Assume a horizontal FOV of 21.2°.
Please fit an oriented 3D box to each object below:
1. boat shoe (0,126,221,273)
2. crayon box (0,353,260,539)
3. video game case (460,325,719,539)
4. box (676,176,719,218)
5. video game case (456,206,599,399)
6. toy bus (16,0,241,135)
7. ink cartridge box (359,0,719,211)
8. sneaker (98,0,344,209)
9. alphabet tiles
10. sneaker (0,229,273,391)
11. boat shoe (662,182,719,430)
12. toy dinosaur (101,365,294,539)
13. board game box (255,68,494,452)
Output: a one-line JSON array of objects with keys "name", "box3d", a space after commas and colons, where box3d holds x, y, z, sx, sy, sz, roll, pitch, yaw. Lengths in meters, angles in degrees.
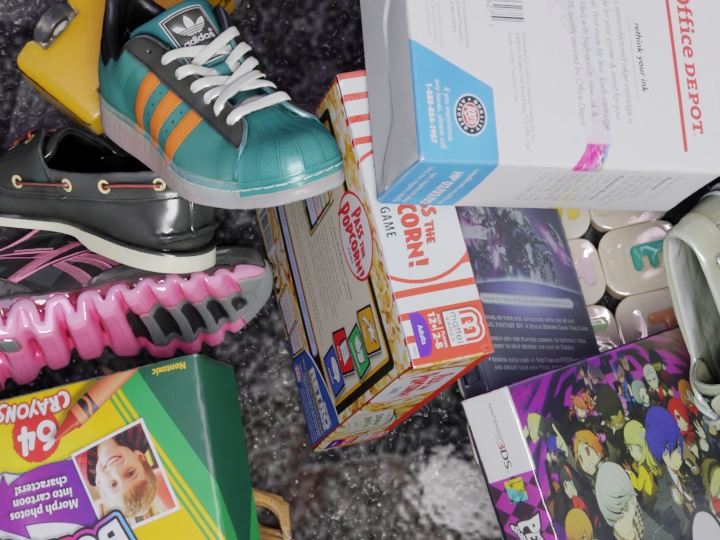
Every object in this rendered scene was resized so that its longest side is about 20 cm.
[{"name": "boat shoe", "box3d": [-0.163, -0.051, 1.066, 0.200, 0.073, 0.064, 14, 110, 30]}, {"name": "crayon box", "box3d": [-0.154, 0.152, 1.026, 0.198, 0.058, 0.174, -14, 76, 17]}, {"name": "video game case", "box3d": [0.147, 0.130, 0.992, 0.036, 0.199, 0.183, -22, 83, 40]}, {"name": "box", "box3d": [0.270, -0.044, 1.014, 0.123, 0.200, 0.198, -14, 76, -21]}, {"name": "video game case", "box3d": [0.084, 0.016, 1.036, 0.019, 0.142, 0.202, -23, 75, 30]}, {"name": "toy bus", "box3d": [-0.110, -0.168, 1.117, 0.065, 0.078, 0.200, 38, 80, 7]}, {"name": "ink cartridge box", "box3d": [0.106, -0.093, 0.933, 0.198, 0.068, 0.116, 1, 74, -19]}, {"name": "sneaker", "box3d": [-0.080, -0.091, 0.973, 0.071, 0.199, 0.081, -23, 121, -30]}, {"name": "alphabet tiles", "box3d": [0.148, 0.037, 1.102, 0.194, 0.015, 0.202, -12, 77, -3]}, {"name": "sneaker", "box3d": [-0.150, 0.003, 1.089, 0.198, 0.079, 0.096, -10, 56, -6]}, {"name": "boat shoe", "box3d": [0.197, 0.050, 0.994, 0.062, 0.072, 0.202, -27, 112, -23]}, {"name": "toy dinosaur", "box3d": [-0.089, 0.142, 1.056, 0.105, 0.060, 0.202, -5, 77, 1]}, {"name": "board game box", "box3d": [0.000, 0.000, 1.015, 0.046, 0.200, 0.153, -10, 77, -18]}]
